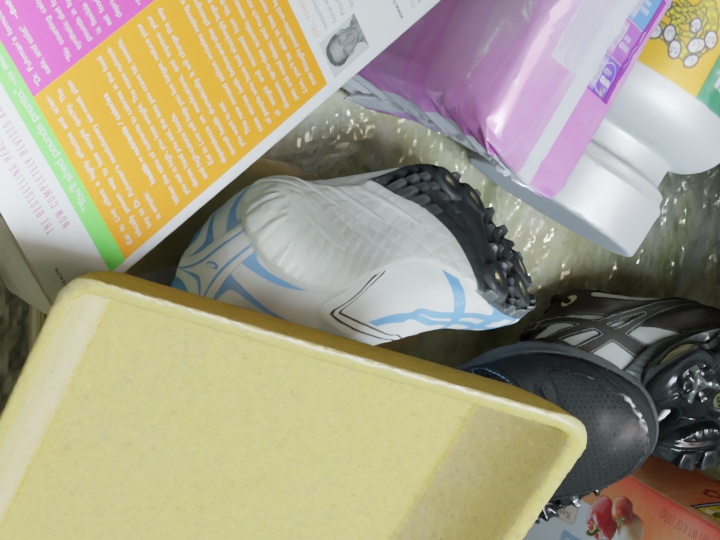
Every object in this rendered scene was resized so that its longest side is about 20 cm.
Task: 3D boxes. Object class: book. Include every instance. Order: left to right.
[{"bbox_3d":[-0.069,-0.098,0.864,0.200,0.048,0.134,-40,127,-21],"label":"book"}]

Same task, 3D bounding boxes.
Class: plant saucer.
[{"bbox_3d":[-0.048,0.086,0.898,0.198,0.049,0.201,17,125,-19],"label":"plant saucer"}]

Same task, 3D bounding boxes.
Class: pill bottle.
[{"bbox_3d":[0.130,-0.113,1.045,0.113,0.112,0.201,33,87,-45],"label":"pill bottle"}]

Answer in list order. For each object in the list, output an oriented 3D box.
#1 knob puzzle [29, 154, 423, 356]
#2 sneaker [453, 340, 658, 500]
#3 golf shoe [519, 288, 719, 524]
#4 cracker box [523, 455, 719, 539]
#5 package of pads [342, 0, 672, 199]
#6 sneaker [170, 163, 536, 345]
[{"bbox_3d":[-0.056,0.041,1.010,0.219,0.030,0.221,-21,123,-35],"label":"knob puzzle"},{"bbox_3d":[0.039,0.075,0.998,0.198,0.082,0.074,2,112,-23],"label":"sneaker"},{"bbox_3d":[0.091,0.057,1.113,0.198,0.095,0.078,-7,119,-23],"label":"golf shoe"},{"bbox_3d":[0.116,0.186,1.158,0.057,0.134,0.202,0,109,-41],"label":"cracker box"},{"bbox_3d":[0.073,-0.140,0.976,0.076,0.120,0.201,32,88,-50],"label":"package of pads"},{"bbox_3d":[0.000,0.000,0.983,0.072,0.072,0.199,-34,159,32],"label":"sneaker"}]
